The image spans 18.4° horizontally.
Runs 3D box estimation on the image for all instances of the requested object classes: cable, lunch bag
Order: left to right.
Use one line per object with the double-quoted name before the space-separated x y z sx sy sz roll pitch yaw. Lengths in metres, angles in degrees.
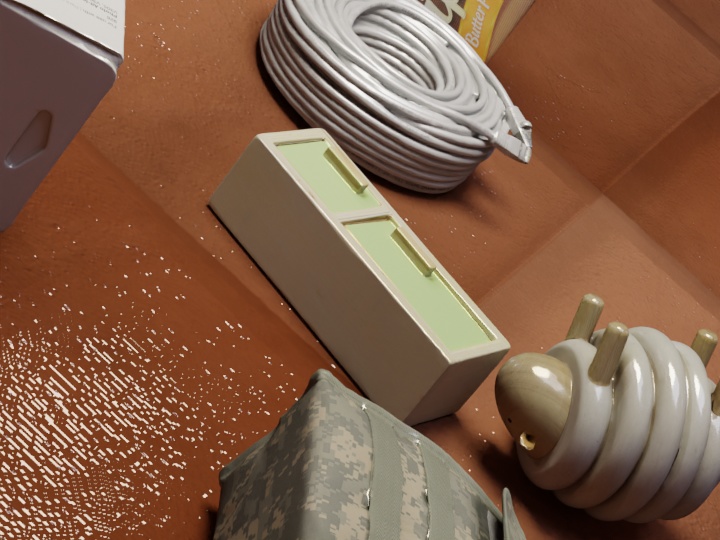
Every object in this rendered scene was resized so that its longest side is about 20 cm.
"cable" 0.018 -0.146 1.654 0.199 0.069 0.200 16 35 -35
"lunch bag" 0.026 0.176 1.145 0.200 0.118 0.164 36 28 -18

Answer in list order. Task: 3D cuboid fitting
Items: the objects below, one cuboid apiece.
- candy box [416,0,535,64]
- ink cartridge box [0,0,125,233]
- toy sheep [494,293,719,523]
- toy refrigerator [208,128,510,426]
"candy box" 0.088 -0.244 1.738 0.115 0.200 0.055 35 29 -6
"ink cartridge box" -0.205 -0.142 1.300 0.084 0.146 0.200 26 30 -23
"toy sheep" 0.174 0.097 1.414 0.199 0.138 0.138 18 33 -18
"toy refrigerator" 0.000 0.000 1.416 0.200 0.070 0.076 49 30 20
